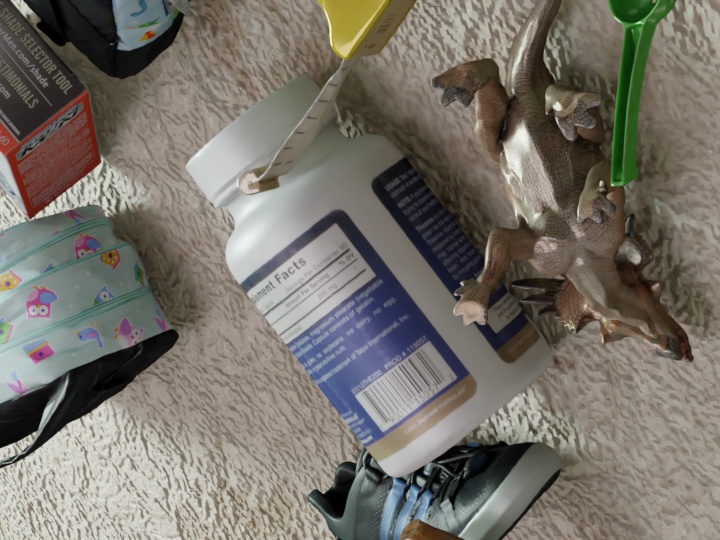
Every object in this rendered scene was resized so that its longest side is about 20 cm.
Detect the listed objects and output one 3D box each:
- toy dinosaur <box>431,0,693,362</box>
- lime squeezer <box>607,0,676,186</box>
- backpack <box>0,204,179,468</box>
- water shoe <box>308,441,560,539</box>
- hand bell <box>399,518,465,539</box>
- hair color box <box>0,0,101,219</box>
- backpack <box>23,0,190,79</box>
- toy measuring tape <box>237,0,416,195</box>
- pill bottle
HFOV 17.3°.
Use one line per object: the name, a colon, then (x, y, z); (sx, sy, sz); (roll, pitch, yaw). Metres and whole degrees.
toy dinosaur: (0.095, -0.045, 1.141); (0.086, 0.136, 0.200); (-10, 90, 19)
lime squeezer: (0.103, -0.143, 1.056); (0.038, 0.071, 0.200); (8, 120, 65)
backpack: (-0.212, 0.044, 1.478); (0.200, 0.167, 0.127); (-29, 92, 47)
water shoe: (0.033, 0.126, 1.331); (0.079, 0.072, 0.200); (50, 144, -3)
hand bell: (0.097, 0.199, 1.261); (0.200, 0.104, 0.104); (40, 147, -18)
hair color box: (-0.208, -0.104, 1.354); (0.111, 0.064, 0.200); (49, 170, 4)
backpack: (-0.139, -0.205, 1.195); (0.163, 0.154, 0.200); (52, -179, 9)
toy measuring tape: (-0.018, -0.131, 1.157); (0.074, 0.074, 0.200); (42, 113, 14)
pill bottle: (0.000, 0.000, 1.246); (0.200, 0.111, 0.111); (53, 143, 0)
